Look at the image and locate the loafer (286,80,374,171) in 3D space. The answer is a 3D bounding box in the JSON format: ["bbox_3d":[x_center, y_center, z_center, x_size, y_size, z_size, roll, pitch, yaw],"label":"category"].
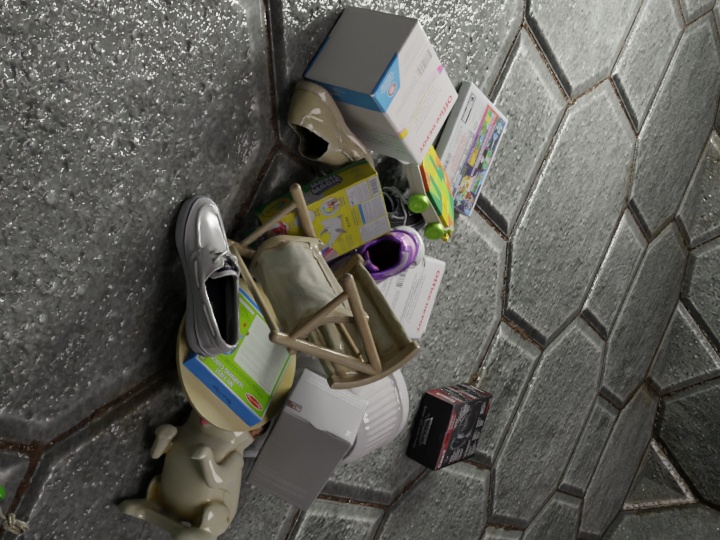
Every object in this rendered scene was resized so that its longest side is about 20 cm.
[{"bbox_3d":[-0.047,-0.174,1.221,0.068,0.076,0.200,-55,136,-17],"label":"loafer"}]

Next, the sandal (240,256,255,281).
[{"bbox_3d":[-0.194,0.075,1.177,0.075,0.048,0.201,42,60,-50],"label":"sandal"}]

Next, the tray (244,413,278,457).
[{"bbox_3d":[-0.162,0.237,1.333,0.200,0.022,0.108,21,91,-57],"label":"tray"}]

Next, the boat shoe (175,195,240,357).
[{"bbox_3d":[-0.176,0.003,1.072,0.073,0.065,0.201,-3,82,-49],"label":"boat shoe"}]

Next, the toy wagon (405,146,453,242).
[{"bbox_3d":[0.119,-0.125,1.432,0.200,0.039,0.156,55,30,-44],"label":"toy wagon"}]

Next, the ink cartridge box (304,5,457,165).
[{"bbox_3d":[0.038,-0.252,1.244,0.129,0.125,0.200,-60,146,-12],"label":"ink cartridge box"}]

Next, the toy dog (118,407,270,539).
[{"bbox_3d":[-0.197,0.256,1.186,0.194,0.139,0.201,26,82,-52],"label":"toy dog"}]

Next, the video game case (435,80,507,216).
[{"bbox_3d":[0.192,-0.215,1.585,0.182,0.023,0.201,25,87,-57],"label":"video game case"}]

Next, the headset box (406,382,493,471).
[{"bbox_3d":[0.184,0.326,1.835,0.200,0.077,0.149,0,108,-54],"label":"headset box"}]

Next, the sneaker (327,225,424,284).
[{"bbox_3d":[0.000,0.000,1.307,0.200,0.081,0.088,-33,175,9],"label":"sneaker"}]

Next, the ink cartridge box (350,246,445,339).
[{"bbox_3d":[0.043,0.032,1.454,0.200,0.084,0.147,12,99,-57],"label":"ink cartridge box"}]

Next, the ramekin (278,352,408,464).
[{"bbox_3d":[-0.037,0.196,1.324,0.105,0.200,0.201,-28,130,-47],"label":"ramekin"}]

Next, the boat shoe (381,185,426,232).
[{"bbox_3d":[0.044,-0.098,1.391,0.199,0.074,0.068,-10,131,-43],"label":"boat shoe"}]

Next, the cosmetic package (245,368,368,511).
[{"bbox_3d":[-0.077,0.240,1.219,0.200,0.107,0.090,-59,-177,41],"label":"cosmetic package"}]

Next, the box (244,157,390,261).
[{"bbox_3d":[-0.062,-0.064,1.223,0.199,0.048,0.118,-27,136,-11],"label":"box"}]

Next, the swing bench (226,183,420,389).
[{"bbox_3d":[-0.050,0.033,1.138,0.130,0.199,0.200,-37,137,5],"label":"swing bench"}]

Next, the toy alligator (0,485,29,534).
[{"bbox_3d":[-0.412,0.217,0.934,0.200,0.059,0.054,66,13,-48],"label":"toy alligator"}]

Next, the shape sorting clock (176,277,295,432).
[{"bbox_3d":[-0.160,0.110,1.146,0.200,0.039,0.201,17,68,-49],"label":"shape sorting clock"}]
